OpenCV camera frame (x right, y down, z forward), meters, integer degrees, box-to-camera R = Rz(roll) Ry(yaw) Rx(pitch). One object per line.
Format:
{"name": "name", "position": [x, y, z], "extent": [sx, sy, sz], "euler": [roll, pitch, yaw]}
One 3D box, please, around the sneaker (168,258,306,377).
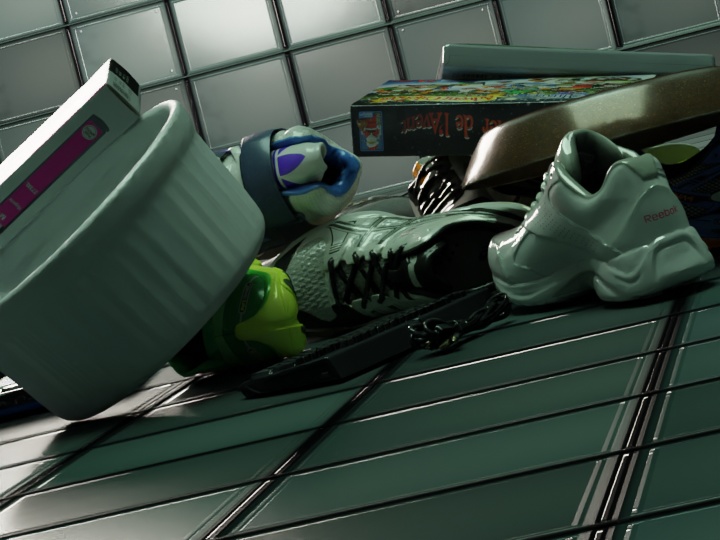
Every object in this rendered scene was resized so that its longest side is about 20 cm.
{"name": "sneaker", "position": [-0.099, 0.027, 1.554], "extent": [0.084, 0.074, 0.200], "euler": [-12, 3, -18]}

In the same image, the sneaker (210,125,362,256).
{"name": "sneaker", "position": [-0.094, -0.061, 1.589], "extent": [0.200, 0.081, 0.146], "euler": [5, -26, -43]}

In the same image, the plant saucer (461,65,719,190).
{"name": "plant saucer", "position": [0.157, -0.092, 1.489], "extent": [0.200, 0.034, 0.200], "euler": [-15, -3, -1]}

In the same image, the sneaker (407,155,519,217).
{"name": "sneaker", "position": [0.065, -0.045, 1.746], "extent": [0.074, 0.079, 0.200], "euler": [-47, 4, 12]}

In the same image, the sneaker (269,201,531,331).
{"name": "sneaker", "position": [0.028, -0.006, 1.559], "extent": [0.200, 0.076, 0.088], "euler": [-14, 4, 6]}

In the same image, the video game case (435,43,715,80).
{"name": "video game case", "position": [0.157, -0.139, 1.808], "extent": [0.200, 0.022, 0.182], "euler": [2, -9, -1]}

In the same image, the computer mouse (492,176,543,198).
{"name": "computer mouse", "position": [0.178, -0.056, 1.754], "extent": [0.138, 0.053, 0.200], "euler": [12, 9, 23]}

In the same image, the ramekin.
{"name": "ramekin", "position": [-0.151, -0.001, 1.456], "extent": [0.200, 0.098, 0.200], "euler": [-41, 14, 13]}

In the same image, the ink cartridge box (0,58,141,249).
{"name": "ink cartridge box", "position": [-0.222, -0.051, 1.534], "extent": [0.200, 0.037, 0.095], "euler": [-45, 14, 7]}

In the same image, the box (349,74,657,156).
{"name": "box", "position": [0.104, -0.110, 1.668], "extent": [0.200, 0.038, 0.137], "euler": [0, 11, 12]}

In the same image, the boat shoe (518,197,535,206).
{"name": "boat shoe", "position": [0.107, -0.053, 1.915], "extent": [0.072, 0.076, 0.200], "euler": [-16, 4, -28]}

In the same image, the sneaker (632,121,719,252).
{"name": "sneaker", "position": [0.249, -0.058, 1.482], "extent": [0.200, 0.078, 0.075], "euler": [-13, 5, 13]}

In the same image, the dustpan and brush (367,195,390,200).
{"name": "dustpan and brush", "position": [-0.001, -0.024, 1.980], "extent": [0.140, 0.057, 0.200], "euler": [-20, -29, 28]}

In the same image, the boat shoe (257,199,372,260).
{"name": "boat shoe", "position": [-0.062, 0.006, 1.869], "extent": [0.202, 0.075, 0.075], "euler": [-14, -17, 4]}

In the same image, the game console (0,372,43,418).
{"name": "game console", "position": [-0.243, 0.034, 1.655], "extent": [0.171, 0.118, 0.200], "euler": [-14, 5, 3]}

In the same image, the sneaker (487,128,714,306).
{"name": "sneaker", "position": [0.134, -0.034, 1.393], "extent": [0.078, 0.099, 0.200], "euler": [-18, 5, -27]}

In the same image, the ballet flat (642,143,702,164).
{"name": "ballet flat", "position": [0.195, -0.051, 1.605], "extent": [0.200, 0.067, 0.067], "euler": [-16, -26, -39]}

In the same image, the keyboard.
{"name": "keyboard", "position": [0.025, 0.036, 1.391], "extent": [0.127, 0.021, 0.200], "euler": [-12, 5, 31]}

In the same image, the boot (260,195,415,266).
{"name": "boot", "position": [0.000, 0.000, 1.737], "extent": [0.200, 0.070, 0.132], "euler": [-29, 14, -30]}
